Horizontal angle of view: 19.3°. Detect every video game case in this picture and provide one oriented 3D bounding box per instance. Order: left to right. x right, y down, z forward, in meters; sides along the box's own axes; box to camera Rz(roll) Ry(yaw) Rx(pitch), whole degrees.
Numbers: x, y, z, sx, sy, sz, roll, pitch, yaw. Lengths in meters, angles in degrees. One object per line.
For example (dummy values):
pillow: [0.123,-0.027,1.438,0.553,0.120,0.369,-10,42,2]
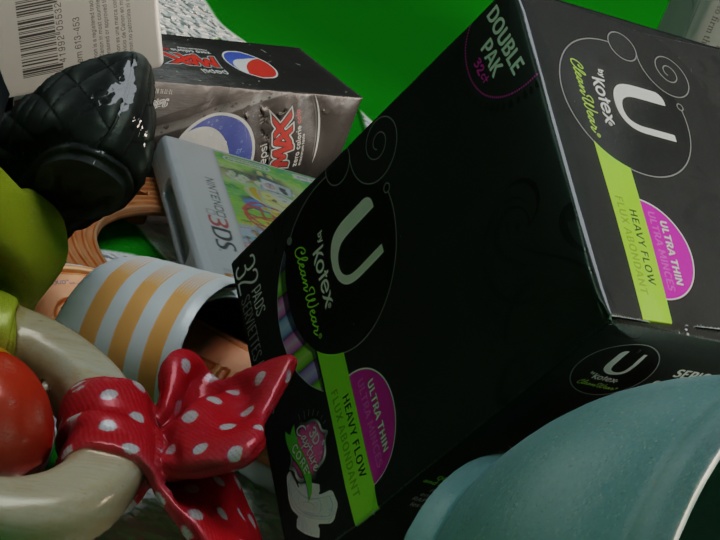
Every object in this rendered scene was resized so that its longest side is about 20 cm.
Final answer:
video game case: [0.000,0.000,1.060,0.198,0.022,0.182,16,22,-19]

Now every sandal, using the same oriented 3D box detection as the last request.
sandal: [-0.061,0.035,0.895,0.205,0.060,0.079,24,41,4]

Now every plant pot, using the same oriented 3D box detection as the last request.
plant pot: [0.091,0.129,0.709,0.133,0.203,0.199,4,6,40]

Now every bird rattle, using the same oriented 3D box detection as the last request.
bird rattle: [-0.130,0.058,0.801,0.200,0.113,0.163,43,38,14]

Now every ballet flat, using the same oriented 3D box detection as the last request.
ballet flat: [-0.144,-0.043,0.906,0.066,0.057,0.199,37,-29,-29]

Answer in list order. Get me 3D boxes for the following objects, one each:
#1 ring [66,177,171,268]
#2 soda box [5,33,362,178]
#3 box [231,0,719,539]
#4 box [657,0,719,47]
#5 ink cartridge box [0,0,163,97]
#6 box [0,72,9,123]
ring: [-0.068,0.009,1.028,0.199,0.019,0.201,19,21,-8]
soda box: [-0.098,-0.088,1.161,0.199,0.064,0.071,0,31,-43]
box: [0.060,0.015,0.825,0.123,0.200,0.150,11,53,-36]
box: [0.276,-0.147,1.474,0.130,0.201,0.199,21,21,-1]
ink cartridge box: [-0.204,-0.158,1.019,0.198,0.146,0.084,-14,37,-17]
box: [-0.233,-0.025,0.763,0.198,0.044,0.161,-17,24,5]
